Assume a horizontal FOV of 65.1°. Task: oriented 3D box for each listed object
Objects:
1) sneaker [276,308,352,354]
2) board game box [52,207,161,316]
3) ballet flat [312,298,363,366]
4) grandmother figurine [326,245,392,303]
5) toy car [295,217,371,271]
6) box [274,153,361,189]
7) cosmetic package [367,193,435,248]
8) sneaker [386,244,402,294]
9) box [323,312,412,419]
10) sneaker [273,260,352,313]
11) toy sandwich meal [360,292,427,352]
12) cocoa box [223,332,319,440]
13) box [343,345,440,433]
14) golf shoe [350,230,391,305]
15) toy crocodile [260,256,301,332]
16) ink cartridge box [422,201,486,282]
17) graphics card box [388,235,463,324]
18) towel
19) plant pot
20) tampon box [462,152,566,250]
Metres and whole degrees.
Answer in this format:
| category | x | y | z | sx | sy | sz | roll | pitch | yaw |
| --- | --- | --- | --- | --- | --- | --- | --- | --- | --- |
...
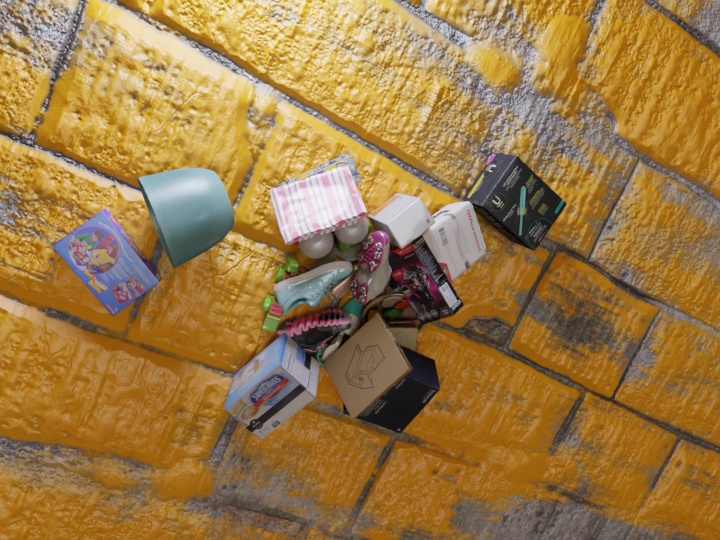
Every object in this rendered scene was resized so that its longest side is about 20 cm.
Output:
| category | x | y | z | sx | sy | sz | roll | pitch | yaw |
| --- | --- | --- | --- | --- | --- | --- | --- | --- | --- |
| sneaker | -0.108 | 0.160 | 1.420 | 0.195 | 0.079 | 0.097 | -12 | 110 | 13 |
| board game box | -0.569 | -0.018 | 1.280 | 0.133 | 0.045 | 0.202 | -35 | 110 | -4 |
| ballet flat | -0.049 | 0.166 | 1.454 | 0.067 | 0.070 | 0.202 | 35 | 93 | -20 |
| grandmother figurine | 0.000 | 0.000 | 1.411 | 0.198 | 0.121 | 0.061 | -37 | 83 | -3 |
| toy car | -0.075 | -0.096 | 1.350 | 0.196 | 0.176 | 0.152 | -22 | 72 | -8 |
| box | -0.102 | -0.206 | 1.348 | 0.197 | 0.064 | 0.071 | -25 | 109 | -7 |
| cosmetic package | 0.093 | -0.122 | 1.347 | 0.101 | 0.200 | 0.072 | -37 | 106 | -4 |
| sneaker | 0.142 | 0.002 | 1.459 | 0.126 | 0.079 | 0.204 | 0 | 104 | -16 |
| box | 0.015 | 0.230 | 1.361 | 0.200 | 0.165 | 0.021 | -43 | 149 | 19 |
| sneaker | -0.103 | 0.045 | 1.332 | 0.196 | 0.074 | 0.083 | -22 | 73 | 1 |
| toy sandwich meal | 0.091 | 0.142 | 1.450 | 0.200 | 0.071 | 0.208 | -2 | 136 | -2 |
| cocoa box | -0.215 | 0.282 | 1.379 | 0.199 | 0.134 | 0.131 | -39 | 112 | 18 |
| box | 0.076 | 0.302 | 1.469 | 0.179 | 0.105 | 0.201 | 24 | 122 | -19 |
| golf shoe | 0.038 | -0.012 | 1.335 | 0.090 | 0.075 | 0.203 | -15 | 139 | -37 |
| toy crocodile | -0.194 | 0.059 | 1.392 | 0.066 | 0.062 | 0.203 | 22 | 98 | -19 |
| ink cartridge box | 0.212 | -0.063 | 1.414 | 0.199 | 0.082 | 0.150 | -34 | 110 | -35 |
| graphics card box | 0.145 | 0.024 | 1.342 | 0.051 | 0.125 | 0.202 | -37 | 98 | -36 |
| towel | -0.097 | -0.152 | 1.266 | 0.196 | 0.030 | 0.149 | -19 | 66 | -7 |
| plant pot | -0.371 | -0.130 | 1.233 | 0.158 | 0.200 | 0.205 | -24 | 109 | -21 |
| tampon box | 0.395 | -0.179 | 1.455 | 0.198 | 0.126 | 0.151 | 36 | 93 | -19 |
